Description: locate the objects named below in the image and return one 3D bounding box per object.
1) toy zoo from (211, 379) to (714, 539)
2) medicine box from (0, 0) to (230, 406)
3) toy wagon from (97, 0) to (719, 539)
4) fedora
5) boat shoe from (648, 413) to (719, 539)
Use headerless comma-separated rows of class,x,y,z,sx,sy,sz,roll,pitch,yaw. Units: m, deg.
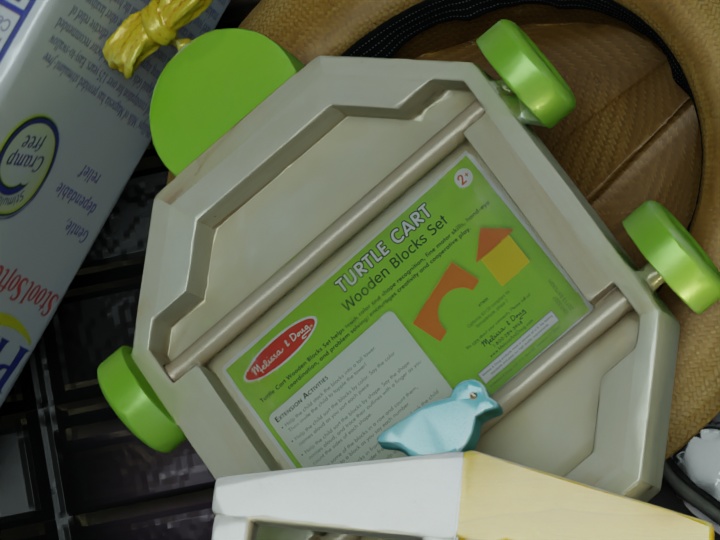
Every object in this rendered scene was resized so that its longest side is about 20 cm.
toy zoo,0.020,0.127,0.734,0.130,0.020,0.201,5,79,10
medicine box,-0.163,-0.068,0.872,0.182,0.103,0.201,29,88,21
toy wagon,0.000,0.000,0.804,0.155,0.040,0.200,-40,68,9
fedora,0.042,-0.016,0.861,0.199,0.082,0.202,-2,82,18
boat shoe,0.168,0.087,0.848,0.199,0.057,0.067,24,86,10
